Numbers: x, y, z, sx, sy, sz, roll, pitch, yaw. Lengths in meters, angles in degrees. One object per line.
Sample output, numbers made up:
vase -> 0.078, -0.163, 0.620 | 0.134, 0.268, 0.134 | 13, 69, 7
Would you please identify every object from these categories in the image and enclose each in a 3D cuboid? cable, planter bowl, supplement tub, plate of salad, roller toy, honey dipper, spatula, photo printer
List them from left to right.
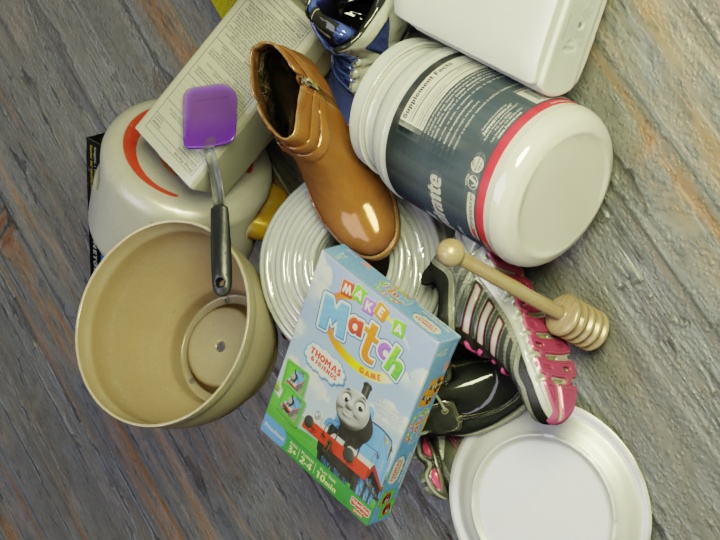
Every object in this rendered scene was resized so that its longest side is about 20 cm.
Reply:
roller toy -> -0.186, -0.082, 1.669 | 0.200, 0.181, 0.140 | 52, 143, 26
planter bowl -> -0.162, 0.064, 1.574 | 0.198, 0.135, 0.202 | -7, 73, 25
spatula -> -0.135, -0.076, 1.496 | 0.056, 0.021, 0.202 | -7, 86, 17
cable -> 0.000, 0.000, 1.501 | 0.199, 0.069, 0.202 | -25, 76, 17
supplement tub -> 0.099, -0.103, 1.344 | 0.199, 0.140, 0.142 | 33, 129, 39
photo printer -> 0.113, -0.255, 1.303 | 0.199, 0.069, 0.168 | 34, 115, 39
honey dipper -> 0.132, 0.019, 1.319 | 0.038, 0.199, 0.038 | -26, 52, 39
plate of salad -> 0.173, 0.213, 1.452 | 0.198, 0.048, 0.202 | 5, 101, 29

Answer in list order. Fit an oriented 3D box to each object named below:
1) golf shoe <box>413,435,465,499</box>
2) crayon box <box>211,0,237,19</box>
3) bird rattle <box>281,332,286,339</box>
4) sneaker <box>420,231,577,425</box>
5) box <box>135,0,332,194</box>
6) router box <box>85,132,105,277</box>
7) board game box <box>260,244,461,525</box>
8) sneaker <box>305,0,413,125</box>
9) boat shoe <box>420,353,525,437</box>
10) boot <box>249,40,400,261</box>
golf shoe -> 0.079, 0.117, 1.536 | 0.088, 0.077, 0.202 | -26, 81, 27
crayon box -> -0.132, -0.353, 1.602 | 0.201, 0.051, 0.127 | 60, 141, 14
bird rattle -> -0.024, 0.076, 1.614 | 0.163, 0.112, 0.202 | -18, 80, 60
sneaker -> 0.115, 0.055, 1.384 | 0.087, 0.073, 0.201 | -37, 67, 25
box -> -0.114, -0.178, 1.546 | 0.200, 0.078, 0.095 | -48, 72, 13
router box -> -0.263, -0.048, 1.890 | 0.149, 0.051, 0.202 | 26, 124, 41
board game box -> -0.004, 0.102, 1.427 | 0.151, 0.036, 0.201 | 38, 121, 31
sneaker -> -0.007, -0.216, 1.450 | 0.081, 0.114, 0.200 | 54, 140, 23
boat shoe -> 0.068, 0.119, 1.454 | 0.198, 0.067, 0.073 | -15, 80, 32
boot -> -0.033, -0.107, 1.404 | 0.076, 0.155, 0.202 | -21, 81, 9
